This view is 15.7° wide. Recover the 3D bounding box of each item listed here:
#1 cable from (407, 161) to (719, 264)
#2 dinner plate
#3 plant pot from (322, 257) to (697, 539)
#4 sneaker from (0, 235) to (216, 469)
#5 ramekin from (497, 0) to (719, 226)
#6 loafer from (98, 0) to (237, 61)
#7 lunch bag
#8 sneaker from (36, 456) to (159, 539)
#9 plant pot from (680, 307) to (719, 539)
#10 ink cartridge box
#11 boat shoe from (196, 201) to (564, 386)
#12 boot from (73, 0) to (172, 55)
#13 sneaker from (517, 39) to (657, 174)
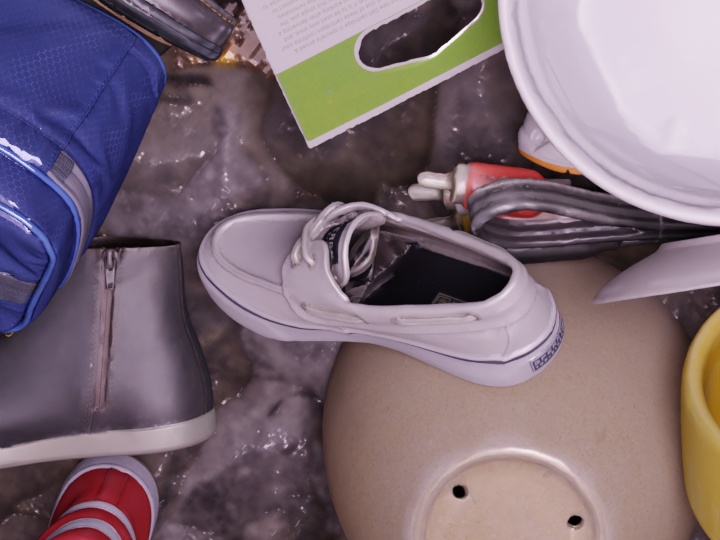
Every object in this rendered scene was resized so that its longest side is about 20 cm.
[{"bbox_3d":[0.122,-0.035,1.233,0.199,0.097,0.051,-6,74,2],"label":"cable"},{"bbox_3d":[0.199,-0.011,1.152,0.199,0.200,0.024,-9,90,8],"label":"dinner plate"},{"bbox_3d":[0.074,0.101,1.255,0.199,0.135,0.201,2,108,5],"label":"plant pot"},{"bbox_3d":[-0.175,0.040,1.299,0.199,0.075,0.107,-7,98,4],"label":"sneaker"},{"bbox_3d":[0.164,-0.120,1.131,0.199,0.105,0.201,1,93,12],"label":"ramekin"},{"bbox_3d":[-0.125,-0.174,1.145,0.200,0.073,0.072,42,89,-5],"label":"loafer"},{"bbox_3d":[-0.207,-0.069,1.199,0.199,0.133,0.136,28,150,-3],"label":"lunch bag"},{"bbox_3d":[-0.154,0.201,1.321,0.071,0.113,0.201,14,110,0],"label":"sneaker"},{"bbox_3d":[0.251,0.125,1.224,0.200,0.201,0.190,-1,123,6],"label":"plant pot"},{"bbox_3d":[-0.010,-0.180,1.182,0.147,0.076,0.201,-27,116,-5],"label":"ink cartridge box"},{"bbox_3d":[0.000,0.000,1.221,0.199,0.072,0.066,20,153,35],"label":"boat shoe"},{"bbox_3d":[-0.118,-0.211,1.203,0.138,0.078,0.200,-42,101,11],"label":"boot"},{"bbox_3d":[0.170,-0.098,1.213,0.199,0.076,0.093,-4,104,5],"label":"sneaker"}]
